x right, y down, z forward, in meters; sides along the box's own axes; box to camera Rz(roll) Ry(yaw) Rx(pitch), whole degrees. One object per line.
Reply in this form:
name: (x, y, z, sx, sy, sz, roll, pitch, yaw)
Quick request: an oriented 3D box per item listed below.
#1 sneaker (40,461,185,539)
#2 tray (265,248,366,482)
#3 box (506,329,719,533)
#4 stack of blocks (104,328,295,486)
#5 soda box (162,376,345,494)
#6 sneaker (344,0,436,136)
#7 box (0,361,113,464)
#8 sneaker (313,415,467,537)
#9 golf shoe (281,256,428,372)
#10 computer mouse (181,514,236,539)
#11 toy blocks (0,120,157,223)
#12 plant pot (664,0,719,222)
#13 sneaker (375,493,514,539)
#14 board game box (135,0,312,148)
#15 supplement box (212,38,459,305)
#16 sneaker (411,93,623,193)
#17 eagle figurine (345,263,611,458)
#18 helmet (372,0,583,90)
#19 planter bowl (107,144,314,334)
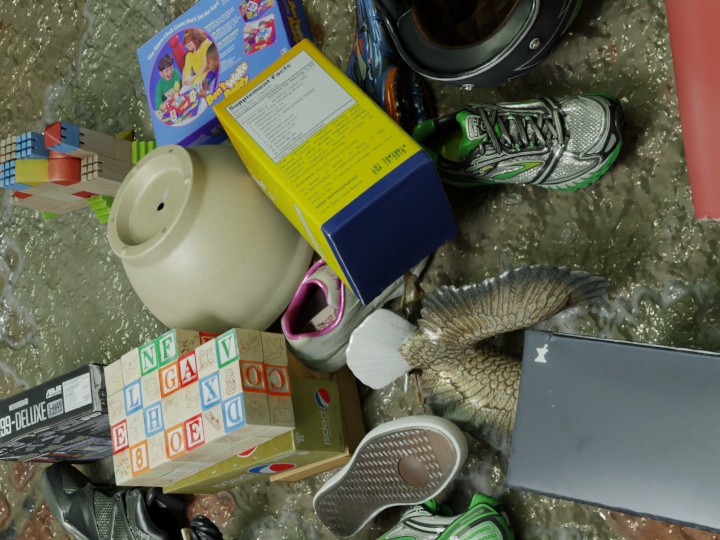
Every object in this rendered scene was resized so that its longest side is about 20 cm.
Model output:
sneaker: (-0.246, 0.241, 1.438, 0.199, 0.076, 0.115, 39, 104, 33)
tray: (-0.055, 0.091, 1.335, 0.098, 0.037, 0.202, -23, 67, 34)
box: (0.240, 0.116, 0.988, 0.195, 0.199, 0.119, 6, 85, 40)
stack of blocks: (-0.149, 0.114, 1.262, 0.199, 0.058, 0.116, -27, 64, 41)
soda box: (-0.105, 0.157, 1.298, 0.199, 0.064, 0.068, -24, 66, 43)
sneaker: (0.013, -0.199, 1.313, 0.078, 0.075, 0.202, -20, 68, 38)
box: (-0.278, 0.150, 1.426, 0.199, 0.157, 0.050, -22, 68, 35)
sneaker: (0.035, 0.159, 1.198, 0.073, 0.085, 0.200, 53, 138, 0)
golf shoe: (0.000, 0.000, 1.256, 0.075, 0.091, 0.201, 32, 88, 25)
computer mouse: (-0.074, 0.287, 1.290, 0.199, 0.110, 0.044, 27, 71, 28)
toy blocks: (-0.333, -0.111, 1.532, 0.199, 0.136, 0.101, -12, 74, 37)
plant pot: (0.313, -0.122, 0.995, 0.199, 0.200, 0.179, 3, 94, 39)
sneaker: (0.047, 0.244, 1.209, 0.198, 0.078, 0.086, -16, 65, 27)
board game box: (-0.141, -0.219, 1.457, 0.199, 0.045, 0.136, -30, 64, 31)
supplement box: (-0.022, -0.088, 1.210, 0.108, 0.110, 0.200, -36, 53, -7)
sneaker: (0.131, -0.106, 1.181, 0.199, 0.085, 0.079, -10, 76, 37)
eagle figurine: (0.104, 0.060, 1.158, 0.199, 0.152, 0.152, 15, 71, 44)
helmet: (0.101, -0.259, 1.178, 0.199, 0.191, 0.201, -22, 35, 17)
planter bowl: (-0.158, -0.039, 1.348, 0.199, 0.134, 0.202, -25, 50, 33)
